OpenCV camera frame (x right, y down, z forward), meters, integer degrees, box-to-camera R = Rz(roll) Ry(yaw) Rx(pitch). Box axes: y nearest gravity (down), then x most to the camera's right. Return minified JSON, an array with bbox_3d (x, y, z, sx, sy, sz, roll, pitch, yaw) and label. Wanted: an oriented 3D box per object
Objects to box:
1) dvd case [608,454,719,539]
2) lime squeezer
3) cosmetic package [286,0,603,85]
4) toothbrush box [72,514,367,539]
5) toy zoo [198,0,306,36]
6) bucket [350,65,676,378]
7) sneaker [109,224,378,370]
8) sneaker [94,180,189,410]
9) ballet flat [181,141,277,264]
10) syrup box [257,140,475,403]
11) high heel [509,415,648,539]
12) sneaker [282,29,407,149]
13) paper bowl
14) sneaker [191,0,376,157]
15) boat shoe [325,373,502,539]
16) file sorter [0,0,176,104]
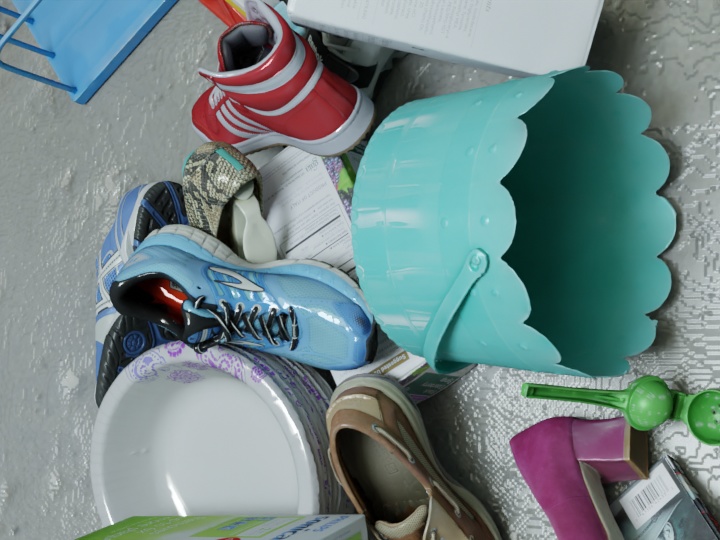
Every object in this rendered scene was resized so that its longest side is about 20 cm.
[{"bbox_3d":[0.188,0.233,0.798,0.146,0.022,0.200,-46,40,17],"label":"dvd case"},{"bbox_3d":[0.201,0.095,0.818,0.199,0.071,0.038,13,115,8],"label":"lime squeezer"},{"bbox_3d":[0.057,-0.180,0.879,0.199,0.102,0.074,15,97,0],"label":"cosmetic package"},{"bbox_3d":[-0.110,0.216,0.834,0.199,0.145,0.087,-5,93,30],"label":"toothbrush box"},{"bbox_3d":[-0.113,-0.233,1.022,0.020,0.131,0.200,-44,62,-8],"label":"toy zoo"},{"bbox_3d":[0.099,-0.027,0.831,0.134,0.207,0.208,-1,82,40],"label":"bucket"},{"bbox_3d":[-0.083,0.034,0.878,0.199,0.090,0.079,14,119,21],"label":"sneaker"},{"bbox_3d":[-0.183,0.024,1.070,0.077,0.075,0.201,13,89,53],"label":"sneaker"},{"bbox_3d":[-0.091,-0.001,0.957,0.075,0.068,0.201,34,141,34],"label":"ballet flat"},{"bbox_3d":[0.000,0.000,0.952,0.081,0.079,0.201,-34,68,22],"label":"syrup box"},{"bbox_3d":[0.128,0.179,0.822,0.096,0.067,0.201,-14,50,32],"label":"high heel"},{"bbox_3d":[-0.011,-0.174,0.979,0.074,0.088,0.200,46,108,25],"label":"sneaker"},{"bbox_3d":[-0.094,0.145,0.959,0.200,0.104,0.202,4,98,29],"label":"paper bowl"},{"bbox_3d":[-0.086,-0.138,0.931,0.200,0.112,0.071,8,64,50],"label":"sneaker"},{"bbox_3d":[0.034,0.167,0.874,0.076,0.072,0.200,-31,100,23],"label":"boat shoe"},{"bbox_3d":[-0.284,-0.275,1.131,0.139,0.123,0.200,-43,65,19],"label":"file sorter"}]
